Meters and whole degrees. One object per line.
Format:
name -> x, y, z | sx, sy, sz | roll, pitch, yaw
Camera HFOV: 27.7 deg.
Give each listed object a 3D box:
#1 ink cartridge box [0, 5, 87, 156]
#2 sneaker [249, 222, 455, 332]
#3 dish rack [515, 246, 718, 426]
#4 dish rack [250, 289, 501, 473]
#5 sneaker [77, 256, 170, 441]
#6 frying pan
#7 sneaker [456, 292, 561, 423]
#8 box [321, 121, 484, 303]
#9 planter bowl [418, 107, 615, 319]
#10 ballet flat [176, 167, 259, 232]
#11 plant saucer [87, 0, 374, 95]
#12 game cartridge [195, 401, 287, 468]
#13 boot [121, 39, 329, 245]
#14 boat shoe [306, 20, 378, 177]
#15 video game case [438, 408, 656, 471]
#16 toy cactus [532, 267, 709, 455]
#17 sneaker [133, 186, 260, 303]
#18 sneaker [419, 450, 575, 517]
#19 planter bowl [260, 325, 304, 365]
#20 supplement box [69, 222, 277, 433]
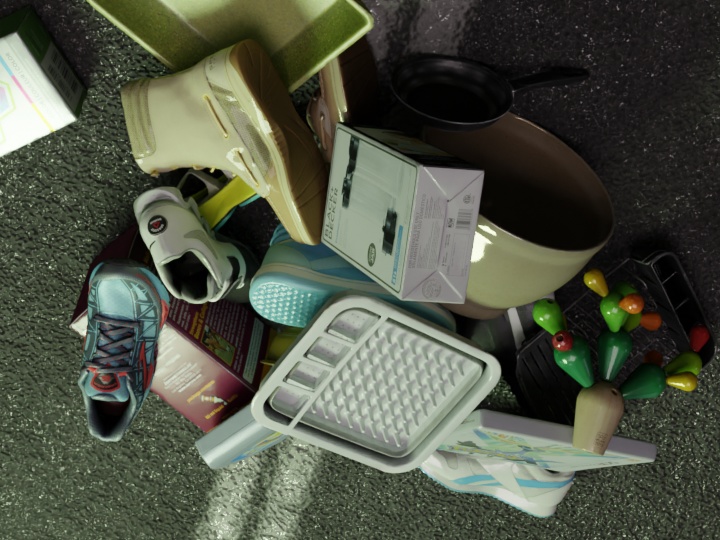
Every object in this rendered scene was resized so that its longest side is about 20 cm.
ink cartridge box -> -0.372, -0.159, 1.389 | 0.199, 0.060, 0.104 | -21, 122, 17
sneaker -> 0.000, 0.000, 1.401 | 0.198, 0.131, 0.080 | 16, 134, -6
dish rack -> 0.256, 0.083, 1.488 | 0.199, 0.055, 0.154 | -38, 120, -8
dish rack -> 0.013, 0.099, 1.357 | 0.199, 0.044, 0.172 | 25, 119, -28
sneaker -> -0.228, 0.082, 1.394 | 0.078, 0.096, 0.201 | 7, 127, 0
frying pan -> 0.110, -0.173, 1.354 | 0.189, 0.115, 0.031 | -24, 139, -36
sneaker -> 0.155, 0.096, 1.543 | 0.111, 0.073, 0.202 | -3, 117, 9
box -> 0.031, -0.053, 1.262 | 0.060, 0.200, 0.118 | 3, 105, -22
planter bowl -> 0.119, -0.041, 1.365 | 0.199, 0.201, 0.135 | 21, 126, -12
ballet flat -> -0.133, -0.085, 1.430 | 0.200, 0.067, 0.067 | -37, 106, 26
plant saucer -> -0.114, -0.247, 1.300 | 0.200, 0.048, 0.199 | 38, 135, -21
game cartridge -> -0.088, 0.153, 1.520 | 0.133, 0.200, 0.041 | -31, 82, 19
boot -> -0.124, -0.103, 1.354 | 0.154, 0.073, 0.201 | -12, 118, 30
boat shoe -> -0.021, -0.146, 1.374 | 0.064, 0.071, 0.202 | 2, 116, 27
video game case -> 0.168, 0.175, 1.481 | 0.198, 0.022, 0.182 | 13, 165, -20
toy cactus -> 0.245, 0.094, 1.386 | 0.199, 0.102, 0.167 | 19, 84, -35
sneaker -> -0.154, 0.004, 1.411 | 0.074, 0.089, 0.200 | -25, 148, 15
sneaker -> 0.145, 0.204, 1.619 | 0.198, 0.077, 0.081 | 18, 118, -18
planter bowl -> -0.001, 0.058, 1.484 | 0.198, 0.200, 0.084 | 3, 88, 0
supplement box -> -0.190, 0.061, 1.505 | 0.085, 0.111, 0.200 | -37, 115, 27
